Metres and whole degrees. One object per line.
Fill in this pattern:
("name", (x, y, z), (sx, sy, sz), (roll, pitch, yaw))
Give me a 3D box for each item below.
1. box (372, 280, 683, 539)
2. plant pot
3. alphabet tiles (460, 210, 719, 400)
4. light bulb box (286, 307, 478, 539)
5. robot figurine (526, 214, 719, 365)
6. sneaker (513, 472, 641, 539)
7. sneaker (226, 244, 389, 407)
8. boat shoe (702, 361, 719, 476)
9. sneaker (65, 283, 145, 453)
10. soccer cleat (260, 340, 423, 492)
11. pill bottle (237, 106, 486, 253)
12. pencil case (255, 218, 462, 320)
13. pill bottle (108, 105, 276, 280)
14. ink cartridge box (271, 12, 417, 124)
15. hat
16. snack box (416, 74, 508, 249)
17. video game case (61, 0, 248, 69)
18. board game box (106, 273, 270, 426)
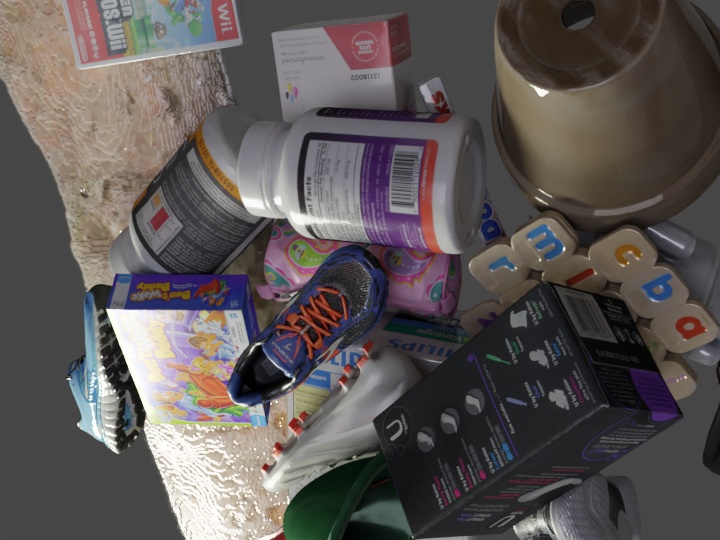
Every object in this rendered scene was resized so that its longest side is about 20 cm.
("box", (0.124, 0.114, 0.739), (0.200, 0.121, 0.108), (-43, 53, 30))
("plant pot", (0.177, -0.149, 0.711), (0.196, 0.173, 0.205), (-7, 73, 22))
("alphabet tiles", (0.184, 0.043, 0.792), (0.200, 0.015, 0.195), (46, 134, -11))
("light bulb box", (0.036, 0.145, 0.946), (0.194, 0.125, 0.205), (8, 111, 18))
("robot figurine", (0.230, 0.008, 0.829), (0.197, 0.114, 0.171), (24, 144, 10))
("sneaker", (0.187, 0.233, 0.891), (0.112, 0.199, 0.077), (-15, 73, 28))
("sneaker", (-0.047, 0.059, 0.834), (0.075, 0.078, 0.201), (43, 118, 4))
("boat shoe", (0.340, 0.088, 0.834), (0.062, 0.074, 0.205), (14, 109, -6))
("sneaker", (-0.304, 0.112, 1.089), (0.088, 0.078, 0.204), (12, 113, 19))
("soccer cleat", (-0.018, 0.149, 0.862), (0.077, 0.069, 0.200), (40, 117, -5))
("pill bottle", (0.000, -0.079, 0.805), (0.196, 0.111, 0.114), (7, 112, 22))
("pencil case", (0.000, 0.000, 0.925), (0.195, 0.088, 0.089), (5, 111, 15))
("pill bottle", (-0.159, -0.057, 0.949), (0.117, 0.116, 0.200), (47, 117, -2))
("ink cartridge box", (-0.007, -0.128, 0.892), (0.114, 0.068, 0.204), (-1, 110, 21))
("hat", (-0.051, 0.206, 0.863), (0.174, 0.165, 0.204), (23, 95, 32))
("snack box", (0.100, -0.079, 0.867), (0.024, 0.072, 0.203), (-23, 101, 6))
("video game case", (-0.212, -0.284, 0.940), (0.196, 0.017, 0.146), (-3, 108, 21))
("board game box", (-0.169, 0.086, 0.980), (0.131, 0.045, 0.202), (0, 139, 4))
